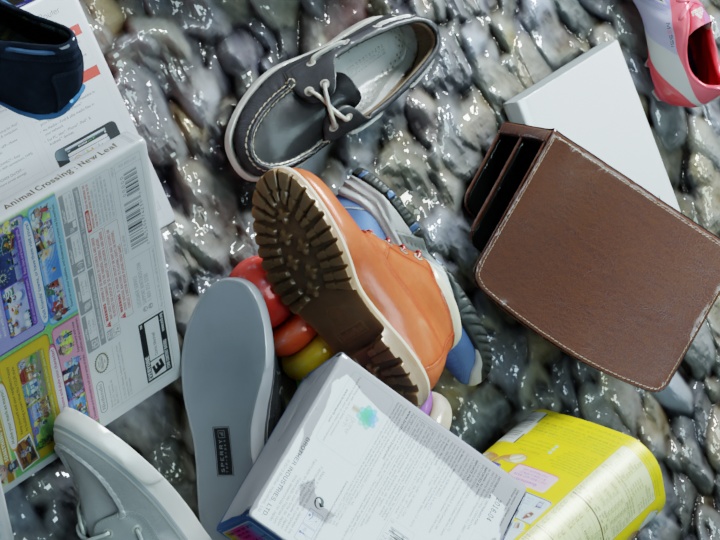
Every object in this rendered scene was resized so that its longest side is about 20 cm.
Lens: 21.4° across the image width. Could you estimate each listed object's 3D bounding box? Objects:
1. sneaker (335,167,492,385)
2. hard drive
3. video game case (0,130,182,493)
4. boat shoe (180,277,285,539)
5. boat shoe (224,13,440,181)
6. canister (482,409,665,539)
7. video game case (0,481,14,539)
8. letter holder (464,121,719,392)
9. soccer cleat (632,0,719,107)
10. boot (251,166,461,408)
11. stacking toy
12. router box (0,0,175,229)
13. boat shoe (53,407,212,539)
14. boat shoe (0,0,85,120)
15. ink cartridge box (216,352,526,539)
[{"bbox_3d":[0.030,0.017,1.466,0.077,0.076,0.201,-40,112,-8],"label":"sneaker"},{"bbox_3d":[0.205,-0.076,1.618,0.131,0.026,0.202,-32,106,-33],"label":"hard drive"},{"bbox_3d":[-0.202,0.032,1.259,0.181,0.022,0.202,-34,135,-33],"label":"video game case"},{"bbox_3d":[-0.081,0.103,1.368,0.066,0.069,0.202,-18,104,-67],"label":"boat shoe"},{"bbox_3d":[-0.017,-0.133,1.434,0.199,0.060,0.074,-35,109,-32],"label":"boat shoe"},{"bbox_3d":[0.123,0.199,1.468,0.199,0.148,0.087,-35,124,-34],"label":"canister"},{"bbox_3d":[-0.309,0.163,1.176,0.199,0.024,0.184,-32,133,-33],"label":"video game case"},{"bbox_3d":[0.178,-0.006,1.532,0.199,0.100,0.143,30,88,-20],"label":"letter holder"},{"bbox_3d":[0.264,-0.236,1.639,0.066,0.076,0.202,-29,105,-34],"label":"soccer cleat"},{"bbox_3d":[0.000,0.000,1.374,0.201,0.075,0.107,58,44,-12],"label":"boot"},{"bbox_3d":[-0.022,0.065,1.413,0.200,0.085,0.086,48,62,-20],"label":"stacking toy"},{"bbox_3d":[-0.242,-0.069,1.270,0.199,0.049,0.181,-32,106,-33],"label":"router box"},{"bbox_3d":[-0.159,0.178,1.305,0.069,0.072,0.201,-49,133,-22],"label":"boat shoe"},{"bbox_3d":[-0.261,-0.167,1.199,0.198,0.069,0.085,18,49,-1],"label":"boat shoe"},{"bbox_3d":[0.021,0.174,1.315,0.199,0.076,0.137,35,67,-9],"label":"ink cartridge box"}]
